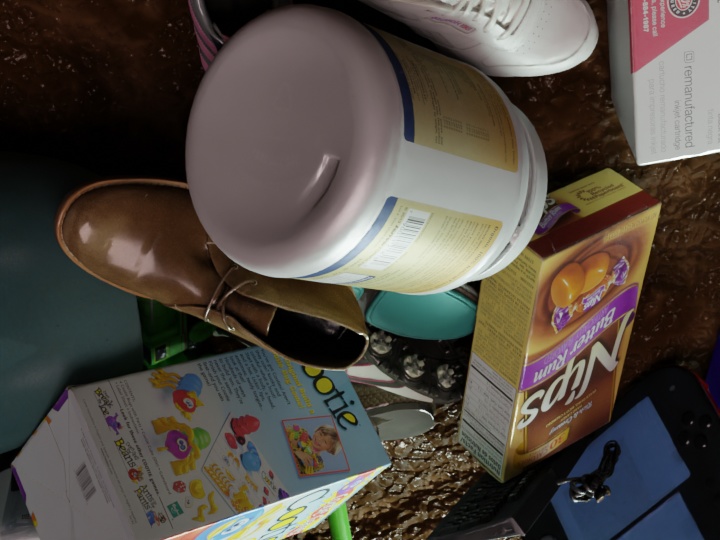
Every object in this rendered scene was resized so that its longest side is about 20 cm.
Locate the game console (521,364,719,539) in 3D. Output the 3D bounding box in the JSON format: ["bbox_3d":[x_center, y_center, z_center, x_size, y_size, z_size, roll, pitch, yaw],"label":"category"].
[{"bbox_3d":[0.210,0.189,1.001,0.031,0.178,0.200,23,124,-36],"label":"game console"}]

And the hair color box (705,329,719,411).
[{"bbox_3d":[0.323,0.096,1.010,0.107,0.065,0.202,1,125,-5],"label":"hair color box"}]

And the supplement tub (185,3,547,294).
[{"bbox_3d":[0.010,-0.062,0.771,0.144,0.145,0.199,-43,153,25],"label":"supplement tub"}]

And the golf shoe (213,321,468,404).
[{"bbox_3d":[-0.014,0.045,0.951,0.198,0.078,0.088,28,138,-18],"label":"golf shoe"}]

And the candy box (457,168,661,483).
[{"bbox_3d":[0.136,0.041,0.927,0.116,0.056,0.202,-23,136,-31],"label":"candy box"}]

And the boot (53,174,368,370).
[{"bbox_3d":[-0.080,0.003,0.767,0.198,0.076,0.074,22,104,-24],"label":"boot"}]

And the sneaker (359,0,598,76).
[{"bbox_3d":[0.055,-0.159,0.770,0.197,0.100,0.076,18,102,-18],"label":"sneaker"}]

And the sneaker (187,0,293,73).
[{"bbox_3d":[-0.068,-0.133,0.794,0.069,0.083,0.202,-14,127,4],"label":"sneaker"}]

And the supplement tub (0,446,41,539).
[{"bbox_3d":[-0.207,0.152,0.923,0.120,0.201,0.124,-2,127,-3],"label":"supplement tub"}]

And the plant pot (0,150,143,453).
[{"bbox_3d":[-0.225,0.018,0.833,0.158,0.201,0.203,-10,129,-15],"label":"plant pot"}]

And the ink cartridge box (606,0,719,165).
[{"bbox_3d":[0.252,-0.160,0.799,0.197,0.083,0.148,-10,127,3],"label":"ink cartridge box"}]

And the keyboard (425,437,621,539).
[{"bbox_3d":[0.129,0.150,0.957,0.125,0.200,0.021,-15,95,24],"label":"keyboard"}]

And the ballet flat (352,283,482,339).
[{"bbox_3d":[0.000,0.000,0.886,0.198,0.064,0.067,9,142,-32],"label":"ballet flat"}]

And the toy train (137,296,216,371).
[{"bbox_3d":[-0.129,0.031,0.907,0.056,0.042,0.201,-25,147,-23],"label":"toy train"}]

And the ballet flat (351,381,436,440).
[{"bbox_3d":[-0.041,0.103,0.998,0.197,0.047,0.068,-6,144,3],"label":"ballet flat"}]

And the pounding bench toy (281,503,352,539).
[{"bbox_3d":[-0.050,0.240,0.998,0.199,0.124,0.156,-40,124,-1],"label":"pounding bench toy"}]

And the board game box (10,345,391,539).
[{"bbox_3d":[-0.098,0.122,0.836,0.198,0.106,0.103,-10,154,-42],"label":"board game box"}]
